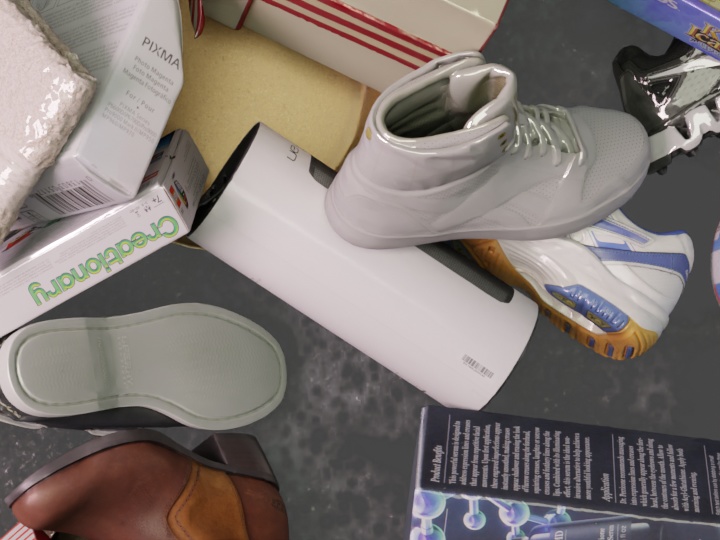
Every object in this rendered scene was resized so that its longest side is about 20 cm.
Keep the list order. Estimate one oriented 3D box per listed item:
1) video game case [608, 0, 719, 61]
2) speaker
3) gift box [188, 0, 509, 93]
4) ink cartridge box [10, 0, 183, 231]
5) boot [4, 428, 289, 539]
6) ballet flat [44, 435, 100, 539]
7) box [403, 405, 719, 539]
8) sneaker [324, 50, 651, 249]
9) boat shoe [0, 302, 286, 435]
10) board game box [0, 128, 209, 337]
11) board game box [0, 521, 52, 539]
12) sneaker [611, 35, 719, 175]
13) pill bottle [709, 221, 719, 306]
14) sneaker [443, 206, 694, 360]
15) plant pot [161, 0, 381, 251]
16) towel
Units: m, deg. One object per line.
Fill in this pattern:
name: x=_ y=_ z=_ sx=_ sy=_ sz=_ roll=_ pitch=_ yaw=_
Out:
video game case: x=0.259 y=-0.190 z=1.495 sx=0.199 sy=0.046 sz=0.182 roll=30 pitch=66 yaw=15
speaker: x=0.000 y=0.000 z=1.499 sx=0.199 sy=0.081 sz=0.081 roll=33 pitch=88 yaw=-9
gift box: x=0.001 y=-0.204 z=1.453 sx=0.186 sy=0.185 sz=0.201 roll=26 pitch=66 yaw=-3
ink cartridge box: x=-0.150 y=-0.122 z=1.477 sx=0.057 sy=0.162 sz=0.201 roll=39 pitch=61 yaw=-27
boot: x=-0.095 y=0.192 z=1.451 sx=0.068 sy=0.188 sz=0.201 roll=-35 pitch=64 yaw=31
ballet flat: x=-0.171 y=0.189 z=1.526 sx=0.067 sy=0.046 sz=0.201 roll=21 pitch=88 yaw=2
box: x=0.121 y=0.174 z=1.470 sx=0.198 sy=0.107 sz=0.149 roll=6 pitch=113 yaw=2
sneaker: x=0.086 y=-0.071 z=1.441 sx=0.199 sy=0.116 sz=0.074 roll=-13 pitch=64 yaw=-22
boat shoe: x=-0.133 y=0.057 z=1.496 sx=0.199 sy=0.060 sz=0.076 roll=8 pitch=76 yaw=-39
board game box: x=-0.182 y=-0.006 z=1.478 sx=0.199 sy=0.126 sz=0.035 roll=-29 pitch=104 yaw=11
board game box: x=-0.128 y=0.239 z=1.444 sx=0.046 sy=0.151 sz=0.200 roll=-42 pitch=107 yaw=-2
sneaker: x=0.234 y=-0.141 z=1.528 sx=0.199 sy=0.066 sz=0.091 roll=-30 pitch=90 yaw=1
pill bottle: x=0.261 y=-0.009 z=1.455 sx=0.111 sy=0.200 sz=0.113 roll=0 pitch=88 yaw=1
sneaker: x=0.103 y=-0.034 z=1.532 sx=0.199 sy=0.075 sz=0.088 roll=35 pitch=71 yaw=0
plant pot: x=-0.080 y=-0.111 z=1.551 sx=0.198 sy=0.027 sz=0.202 roll=0 pitch=88 yaw=1
towel: x=-0.227 y=-0.105 z=1.431 sx=0.200 sy=0.034 sz=0.133 roll=47 pitch=110 yaw=38
